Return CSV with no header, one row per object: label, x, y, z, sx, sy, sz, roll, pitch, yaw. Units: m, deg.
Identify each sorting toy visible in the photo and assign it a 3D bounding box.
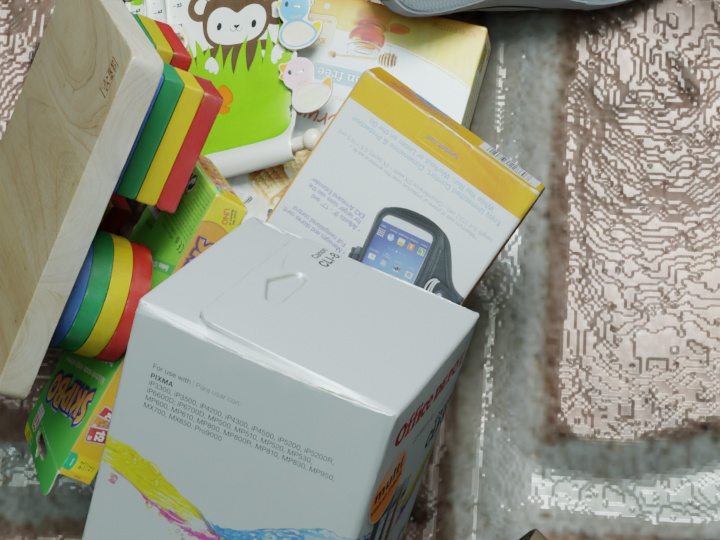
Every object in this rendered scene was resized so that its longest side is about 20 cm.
sorting toy,-0.153,-0.050,0.977,0.069,0.200,0.199,18,106,-25

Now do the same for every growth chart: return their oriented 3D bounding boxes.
growth chart,-0.091,-0.142,1.057,0.144,0.018,0.201,-21,66,20

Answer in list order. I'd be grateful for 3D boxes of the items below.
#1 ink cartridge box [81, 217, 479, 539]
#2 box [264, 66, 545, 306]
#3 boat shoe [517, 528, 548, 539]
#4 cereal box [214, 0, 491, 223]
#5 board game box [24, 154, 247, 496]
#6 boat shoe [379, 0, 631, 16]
ink cartridge box,-0.047,0.101,0.911,0.144,0.145,0.201,22,116,12
box,0.000,0.000,0.978,0.119,0.041,0.200,36,107,5
boat shoe,0.069,0.213,0.889,0.068,0.072,0.200,45,44,3
cereal box,-0.014,-0.065,1.046,0.143,0.040,0.201,13,78,11
board game box,-0.133,0.031,0.990,0.030,0.096,0.200,29,99,-25
boat shoe,0.096,-0.195,1.047,0.199,0.067,0.074,-6,103,-18
